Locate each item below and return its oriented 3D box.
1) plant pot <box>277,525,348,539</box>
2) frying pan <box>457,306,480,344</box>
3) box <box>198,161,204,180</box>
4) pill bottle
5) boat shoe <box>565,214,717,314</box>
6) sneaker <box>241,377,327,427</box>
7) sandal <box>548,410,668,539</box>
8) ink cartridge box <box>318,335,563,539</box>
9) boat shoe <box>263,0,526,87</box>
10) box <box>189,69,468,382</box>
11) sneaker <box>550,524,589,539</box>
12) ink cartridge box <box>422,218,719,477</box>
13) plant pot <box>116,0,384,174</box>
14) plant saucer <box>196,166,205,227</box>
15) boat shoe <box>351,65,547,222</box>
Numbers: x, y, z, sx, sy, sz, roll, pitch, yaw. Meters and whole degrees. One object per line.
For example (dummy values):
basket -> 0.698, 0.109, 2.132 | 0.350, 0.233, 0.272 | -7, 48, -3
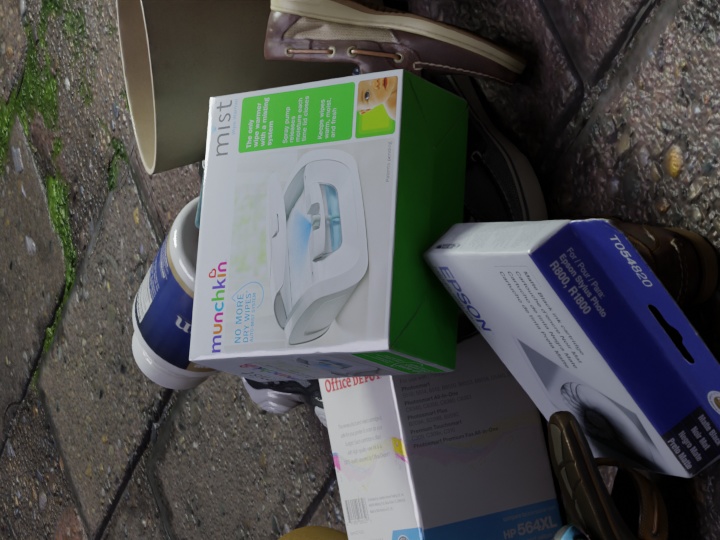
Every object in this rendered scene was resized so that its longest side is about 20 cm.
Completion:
plant pot -> -0.023, 0.301, 1.827 | 0.200, 0.185, 0.188 | -127, 36, -65
frying pan -> 0.030, 0.018, 1.591 | 0.189, 0.115, 0.031 | -3, 128, 29
box -> -0.093, -0.120, 1.918 | 0.160, 0.049, 0.201 | -121, 30, -42
pill bottle -> -0.137, 0.026, 1.886 | 0.112, 0.110, 0.200 | 69, 151, 22
boat shoe -> 0.159, -0.002, 1.469 | 0.200, 0.070, 0.071 | -6, 92, 64
sneaker -> -0.052, 0.065, 1.866 | 0.200, 0.075, 0.114 | 15, 131, 55
sandal -> 0.187, 0.175, 1.458 | 0.201, 0.054, 0.082 | 58, 172, -8
ink cartridge box -> 0.058, 0.129, 1.643 | 0.128, 0.125, 0.201 | -18, 81, 62
boat shoe -> 0.022, -0.156, 1.581 | 0.072, 0.199, 0.072 | -18, -57, -77
box -> -0.021, -0.028, 1.539 | 0.176, 0.097, 0.201 | -4, 76, 33
sneaker -> 0.148, 0.257, 1.492 | 0.073, 0.082, 0.201 | 52, 164, 43
ink cartridge box -> 0.153, 0.052, 1.421 | 0.200, 0.041, 0.200 | 52, 158, -17
plant pot -> -0.083, -0.182, 1.719 | 0.187, 0.199, 0.189 | 172, 90, -79
plant saucer -> -0.027, -0.046, 1.689 | 0.019, 0.199, 0.070 | -83, 5, -53
boat shoe -> 0.059, -0.082, 1.609 | 0.200, 0.092, 0.075 | 59, 146, 36
